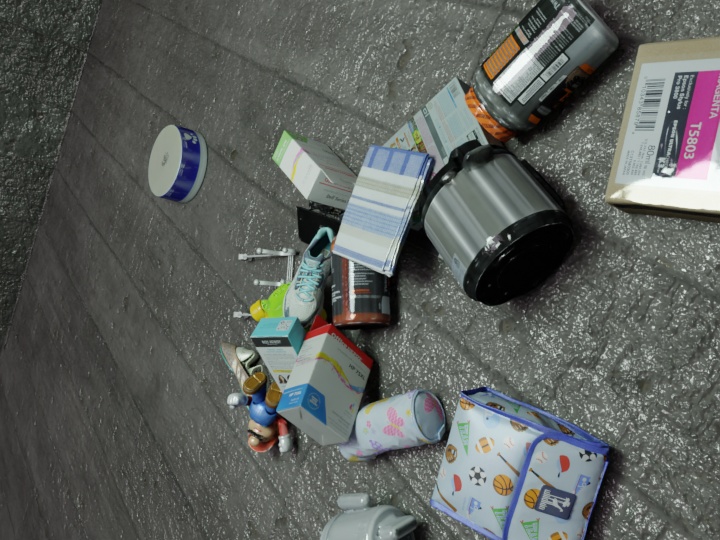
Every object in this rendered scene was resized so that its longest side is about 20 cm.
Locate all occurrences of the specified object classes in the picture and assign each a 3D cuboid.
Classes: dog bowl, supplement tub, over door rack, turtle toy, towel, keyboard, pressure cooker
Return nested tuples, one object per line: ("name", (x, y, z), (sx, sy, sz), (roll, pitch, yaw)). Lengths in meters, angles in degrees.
("dog bowl", (-0.507, -0.294, 1.693), (0.198, 0.078, 0.204), (-11, 74, 45))
("supplement tub", (0.000, 0.000, 1.087), (0.106, 0.106, 0.204), (-11, 76, 44))
("over door rack", (-0.222, 0.031, 1.344), (0.198, 0.066, 0.151), (-5, 79, 46))
("supplement tub", (0.249, -0.288, 0.868), (0.200, 0.121, 0.124), (-44, 54, 32))
("turtle toy", (-0.120, 0.111, 1.196), (0.144, 0.101, 0.202), (-31, 61, 12))
("towel", (0.034, -0.102, 1.001), (0.146, 0.024, 0.203), (19, 90, 44))
("keyboard", (-0.058, -0.088, 1.228), (0.198, 0.039, 0.106), (24, 123, 44))
("pressure cooker", (0.178, -0.077, 0.865), (0.177, 0.177, 0.201), (-53, 51, 29))

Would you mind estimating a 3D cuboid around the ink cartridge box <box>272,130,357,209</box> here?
("ink cartridge box", (-0.076, -0.185, 1.193), (0.200, 0.116, 0.068), (50, 118, 39))

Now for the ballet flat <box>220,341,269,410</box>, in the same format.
("ballet flat", (-0.244, 0.219, 1.345), (0.067, 0.068, 0.201), (-41, 58, 9))

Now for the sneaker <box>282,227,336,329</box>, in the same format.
("sneaker", (-0.094, 0.008, 1.120), (0.076, 0.087, 0.203), (15, 64, 8))

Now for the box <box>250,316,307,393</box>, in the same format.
("box", (-0.118, 0.175, 1.113), (0.081, 0.202, 0.049), (-4, 37, 26))

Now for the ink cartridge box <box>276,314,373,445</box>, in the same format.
("ink cartridge box", (-0.051, 0.178, 1.045), (0.067, 0.116, 0.202), (-23, 35, 41))

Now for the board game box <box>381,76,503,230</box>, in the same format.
("board game box", (0.125, -0.186, 1.002), (0.199, 0.064, 0.150), (-37, 57, 33))

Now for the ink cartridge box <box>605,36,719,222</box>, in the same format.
("ink cartridge box", (0.399, -0.164, 0.724), (0.163, 0.074, 0.204), (13, 92, 48))

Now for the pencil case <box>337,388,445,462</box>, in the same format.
("pencil case", (0.046, 0.260, 1.011), (0.199, 0.083, 0.092), (-30, 82, 40))

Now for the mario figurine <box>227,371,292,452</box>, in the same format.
("mario figurine", (-0.195, 0.298, 1.203), (0.124, 0.104, 0.202), (57, 153, 37))

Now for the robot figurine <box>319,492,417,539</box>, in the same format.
("robot figurine", (0.010, 0.447, 0.992), (0.199, 0.112, 0.173), (-29, 69, 39))

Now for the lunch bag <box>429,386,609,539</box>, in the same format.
("lunch bag", (0.211, 0.270, 0.813), (0.198, 0.123, 0.173), (20, 97, 32))

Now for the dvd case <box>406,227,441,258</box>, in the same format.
("dvd case", (0.110, -0.119, 1.060), (0.199, 0.016, 0.151), (30, 103, 46))
